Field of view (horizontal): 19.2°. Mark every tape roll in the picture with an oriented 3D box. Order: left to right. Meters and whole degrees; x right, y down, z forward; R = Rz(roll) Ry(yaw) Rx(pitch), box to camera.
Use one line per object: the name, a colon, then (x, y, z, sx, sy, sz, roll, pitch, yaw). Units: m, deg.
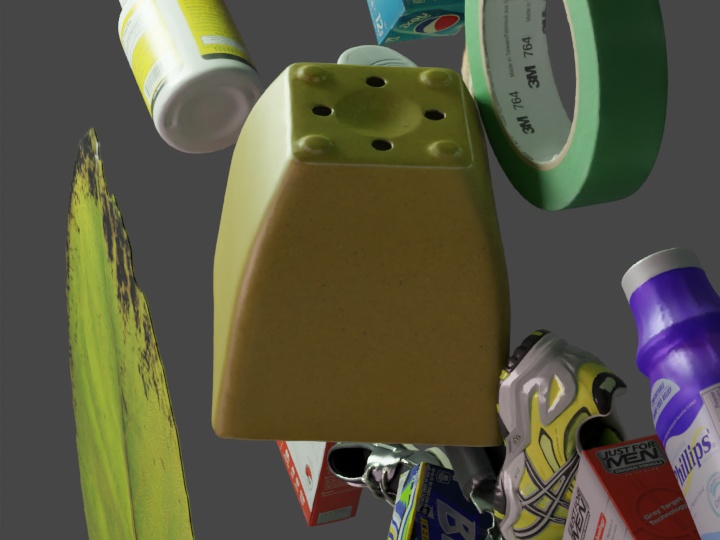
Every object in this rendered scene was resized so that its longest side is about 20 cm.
tape roll: (0.124, -0.138, 1.322, 0.200, 0.048, 0.201, 169, 90, -72)

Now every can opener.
can opener: (0.101, 0.141, 1.546, 0.066, 0.053, 0.200, -64, 36, 37)

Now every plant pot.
plant pot: (0.003, -0.023, 1.397, 0.196, 0.194, 0.200, -94, 8, -51)

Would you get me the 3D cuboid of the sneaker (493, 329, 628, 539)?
sneaker: (0.136, 0.133, 1.392, 0.076, 0.075, 0.200, 25, 142, 33)

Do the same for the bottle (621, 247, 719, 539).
bottle: (0.201, 0.083, 1.178, 0.084, 0.065, 0.200, 109, 146, -58)

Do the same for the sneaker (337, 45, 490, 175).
sneaker: (0.029, -0.075, 1.599, 0.200, 0.073, 0.112, -121, 29, -45)

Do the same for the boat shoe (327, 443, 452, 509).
boat shoe: (0.029, 0.177, 1.754, 0.200, 0.063, 0.073, -151, 53, -67)

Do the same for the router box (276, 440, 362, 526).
router box: (-0.046, 0.103, 1.962, 0.180, 0.049, 0.200, 102, 152, -49)

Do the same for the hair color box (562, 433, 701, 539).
hair color box: (0.192, 0.205, 1.279, 0.102, 0.061, 0.200, 97, 154, -42)

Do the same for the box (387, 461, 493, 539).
box: (0.049, 0.251, 1.599, 0.064, 0.070, 0.200, 136, 149, -69)

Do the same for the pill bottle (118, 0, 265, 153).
pill bottle: (-0.172, -0.217, 2.069, 0.111, 0.111, 0.200, 100, 154, -46)

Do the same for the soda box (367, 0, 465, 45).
soda box: (0.027, -0.267, 1.516, 0.068, 0.064, 0.200, 134, 123, -68)
